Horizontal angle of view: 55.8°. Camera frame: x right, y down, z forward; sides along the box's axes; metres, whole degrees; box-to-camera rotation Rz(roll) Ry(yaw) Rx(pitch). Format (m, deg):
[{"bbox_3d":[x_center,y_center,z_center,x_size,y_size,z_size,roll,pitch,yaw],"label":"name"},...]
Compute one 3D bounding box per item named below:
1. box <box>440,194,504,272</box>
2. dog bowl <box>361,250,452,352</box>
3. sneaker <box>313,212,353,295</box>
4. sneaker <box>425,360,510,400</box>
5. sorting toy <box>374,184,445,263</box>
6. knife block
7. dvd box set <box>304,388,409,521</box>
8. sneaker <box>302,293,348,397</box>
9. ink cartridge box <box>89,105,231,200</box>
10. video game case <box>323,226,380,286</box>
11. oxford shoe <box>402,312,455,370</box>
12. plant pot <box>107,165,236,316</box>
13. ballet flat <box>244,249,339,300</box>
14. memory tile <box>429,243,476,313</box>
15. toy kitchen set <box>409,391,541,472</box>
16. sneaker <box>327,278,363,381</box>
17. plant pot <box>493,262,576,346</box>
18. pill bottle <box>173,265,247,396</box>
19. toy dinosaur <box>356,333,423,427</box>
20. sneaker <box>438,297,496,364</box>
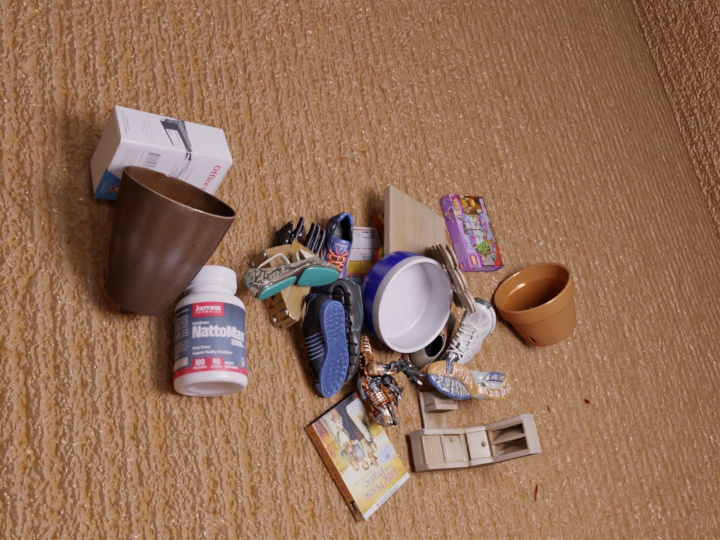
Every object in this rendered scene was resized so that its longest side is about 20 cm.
[{"bbox_3d":[0.288,-0.095,1.750,0.136,0.039,0.202,-2,71,-40],"label":"box"},{"bbox_3d":[0.094,0.064,1.414,0.199,0.079,0.202,-12,112,-33],"label":"dog bowl"},{"bbox_3d":[-0.054,-0.034,1.390,0.075,0.078,0.202,12,67,-15],"label":"sneaker"},{"bbox_3d":[0.218,0.243,1.455,0.198,0.088,0.076,17,74,-19],"label":"sneaker"},{"bbox_3d":[0.108,-0.058,1.544,0.198,0.069,0.202,26,54,-39],"label":"sorting toy"},{"bbox_3d":[-0.120,-0.001,1.342,0.175,0.064,0.202,-15,79,-42],"label":"knife block"},{"bbox_3d":[-0.003,0.347,1.294,0.146,0.029,0.201,-28,88,-44],"label":"dvd box set"},{"bbox_3d":[-0.071,0.138,1.290,0.070,0.078,0.202,-13,114,-38],"label":"sneaker"},{"bbox_3d":[-0.346,-0.188,1.181,0.199,0.145,0.085,5,52,-39],"label":"ink cartridge box"},{"bbox_3d":[0.000,0.000,1.476,0.142,0.017,0.202,0,69,-40],"label":"video game case"},{"bbox_3d":[0.172,0.151,1.507,0.071,0.075,0.200,50,46,-7],"label":"oxford shoe"},{"bbox_3d":[-0.323,-0.036,1.090,0.186,0.187,0.201,19,102,-32],"label":"plant pot"},{"bbox_3d":[-0.127,-0.001,1.254,0.199,0.068,0.076,-14,63,-41],"label":"ballet flat"},{"bbox_3d":[0.195,0.013,1.443,0.017,0.200,0.154,-26,93,-2],"label":"memory tile"},{"bbox_3d":[0.225,0.312,1.399,0.199,0.180,0.165,10,62,-41],"label":"toy kitchen set"},{"bbox_3d":[-0.020,0.117,1.341,0.079,0.075,0.202,-4,97,-63],"label":"sneaker"},{"bbox_3d":[0.453,0.095,1.705,0.141,0.199,0.200,60,44,-22],"label":"plant pot"},{"bbox_3d":[-0.252,0.101,1.143,0.119,0.119,0.202,11,62,-36],"label":"pill bottle"},{"bbox_3d":[0.042,0.212,1.343,0.135,0.102,0.202,12,64,-38],"label":"toy dinosaur"},{"bbox_3d":[0.232,0.156,1.486,0.075,0.201,0.115,28,50,17],"label":"sneaker"}]
